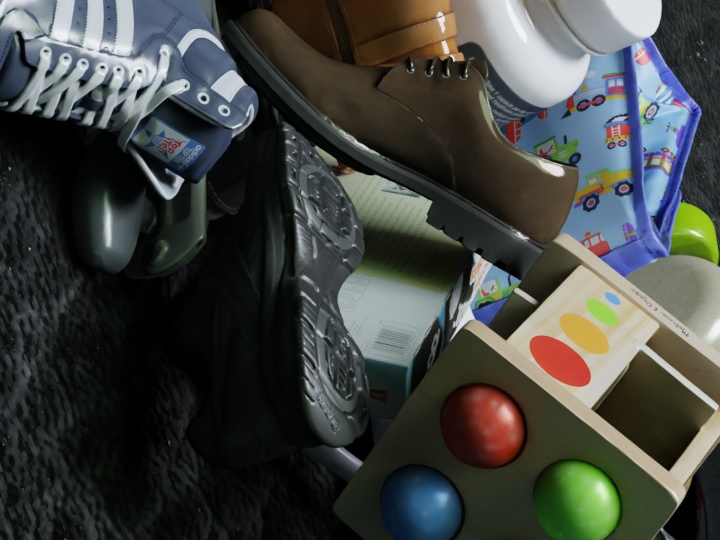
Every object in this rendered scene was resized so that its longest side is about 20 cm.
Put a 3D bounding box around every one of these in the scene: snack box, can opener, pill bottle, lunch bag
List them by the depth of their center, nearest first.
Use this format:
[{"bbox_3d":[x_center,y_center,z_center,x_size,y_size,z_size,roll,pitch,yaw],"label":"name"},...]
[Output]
[{"bbox_3d":[-0.103,-0.086,1.255,0.066,0.052,0.201,35,44,-43],"label":"can opener"},{"bbox_3d":[0.000,0.000,1.310,0.200,0.116,0.037,-57,154,-54],"label":"snack box"},{"bbox_3d":[0.061,-0.137,1.405,0.119,0.199,0.120,35,45,-45],"label":"pill bottle"},{"bbox_3d":[0.109,-0.041,1.458,0.094,0.150,0.200,52,29,-28],"label":"lunch bag"}]

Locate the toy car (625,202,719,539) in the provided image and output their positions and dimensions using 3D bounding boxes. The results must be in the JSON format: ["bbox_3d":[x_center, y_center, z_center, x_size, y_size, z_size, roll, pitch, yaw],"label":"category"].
[{"bbox_3d":[0.180,0.094,1.532,0.165,0.157,0.200,-89,157,-49],"label":"toy car"}]

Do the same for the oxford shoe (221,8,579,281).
[{"bbox_3d":[0.022,-0.082,1.270,0.199,0.085,0.073,32,5,-4],"label":"oxford shoe"}]

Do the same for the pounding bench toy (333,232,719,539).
[{"bbox_3d":[0.115,0.110,1.186,0.200,0.124,0.156,38,29,7],"label":"pounding bench toy"}]

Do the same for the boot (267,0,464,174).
[{"bbox_3d":[0.031,-0.148,1.306,0.073,0.200,0.156,-10,79,-40],"label":"boot"}]

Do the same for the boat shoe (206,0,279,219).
[{"bbox_3d":[-0.067,-0.122,1.330,0.067,0.057,0.201,28,50,-49],"label":"boat shoe"}]

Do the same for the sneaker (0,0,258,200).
[{"bbox_3d":[-0.126,-0.084,1.157,0.200,0.070,0.109,-18,70,-51],"label":"sneaker"}]

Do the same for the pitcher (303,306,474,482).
[{"bbox_3d":[0.043,0.106,1.334,0.171,0.121,0.201,-22,80,-43],"label":"pitcher"}]

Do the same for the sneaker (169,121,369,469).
[{"bbox_3d":[-0.049,0.009,1.199,0.076,0.090,0.201,50,28,-36],"label":"sneaker"}]

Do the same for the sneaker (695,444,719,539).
[{"bbox_3d":[0.250,0.206,1.641,0.108,0.067,0.203,46,46,-60],"label":"sneaker"}]
